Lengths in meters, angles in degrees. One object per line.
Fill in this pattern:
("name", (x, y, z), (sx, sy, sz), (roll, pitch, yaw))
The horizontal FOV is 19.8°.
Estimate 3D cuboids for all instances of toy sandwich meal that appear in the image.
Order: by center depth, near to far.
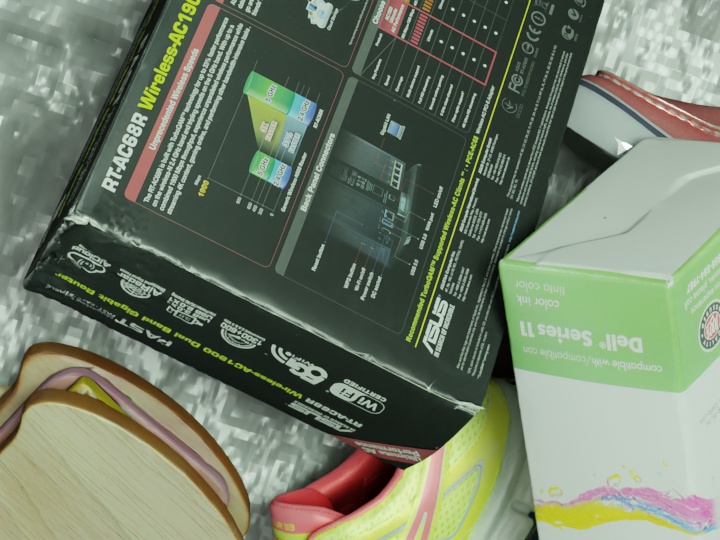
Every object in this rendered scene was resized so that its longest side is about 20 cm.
("toy sandwich meal", (-0.129, 0.134, 0.786), (0.205, 0.070, 0.206), (-1, 99, -8))

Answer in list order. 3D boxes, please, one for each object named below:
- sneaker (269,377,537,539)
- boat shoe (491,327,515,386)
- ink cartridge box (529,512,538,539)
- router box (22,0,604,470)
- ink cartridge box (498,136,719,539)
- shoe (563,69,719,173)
("sneaker", (-0.004, 0.120, 0.784), (0.090, 0.078, 0.200), (26, 89, -23))
("boat shoe", (0.000, 0.000, 0.785), (0.200, 0.070, 0.070), (20, 96, -12))
("ink cartridge box", (0.071, 0.220, 0.823), (0.145, 0.084, 0.200), (37, 92, -14))
("router box", (-0.010, -0.050, 0.724), (0.150, 0.062, 0.200), (28, 57, -12))
("ink cartridge box", (0.114, 0.067, 0.728), (0.067, 0.117, 0.200), (7, 118, 34))
("shoe", (0.171, -0.046, 0.804), (0.200, 0.071, 0.091), (30, 93, -18))
